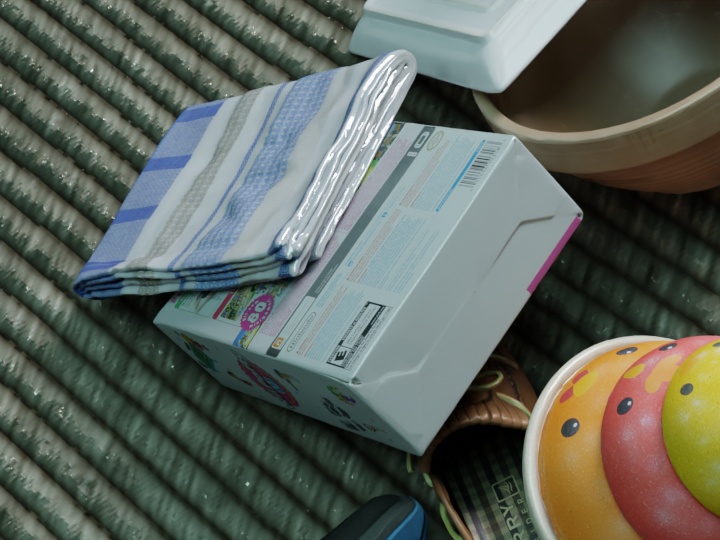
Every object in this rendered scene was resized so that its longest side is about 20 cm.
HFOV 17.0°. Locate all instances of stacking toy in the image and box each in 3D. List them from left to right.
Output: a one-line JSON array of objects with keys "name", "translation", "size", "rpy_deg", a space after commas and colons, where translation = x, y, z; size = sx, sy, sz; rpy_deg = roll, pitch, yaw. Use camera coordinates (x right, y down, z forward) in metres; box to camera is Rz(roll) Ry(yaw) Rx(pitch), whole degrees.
[{"name": "stacking toy", "translation": [0.173, 0.073, 1.088], "size": [0.146, 0.200, 0.147], "rpy_deg": [8, 67, -19]}]

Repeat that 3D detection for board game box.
[{"name": "board game box", "translation": [0.000, 0.000, 1.221], "size": [0.148, 0.064, 0.200], "rpy_deg": [-54, 31, -13]}]

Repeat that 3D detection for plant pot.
[{"name": "plant pot", "translation": [0.165, -0.107, 1.245], "size": [0.200, 0.093, 0.201], "rpy_deg": [-24, 36, 19]}]

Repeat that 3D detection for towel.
[{"name": "towel", "translation": [-0.064, -0.049, 1.280], "size": [0.200, 0.024, 0.147], "rpy_deg": [-8, 46, 49]}]

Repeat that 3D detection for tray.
[{"name": "tray", "translation": [0.060, -0.151, 1.294], "size": [0.107, 0.022, 0.200], "rpy_deg": [-47, 25, -8]}]

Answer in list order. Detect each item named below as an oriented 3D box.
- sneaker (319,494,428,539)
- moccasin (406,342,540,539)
[{"name": "sneaker", "translation": [-0.055, 0.172, 1.196], "size": [0.200, 0.073, 0.082], "rpy_deg": [-40, 58, -7]}, {"name": "moccasin", "translation": [0.056, 0.088, 1.202], "size": [0.073, 0.078, 0.202], "rpy_deg": [-23, 57, 8]}]
